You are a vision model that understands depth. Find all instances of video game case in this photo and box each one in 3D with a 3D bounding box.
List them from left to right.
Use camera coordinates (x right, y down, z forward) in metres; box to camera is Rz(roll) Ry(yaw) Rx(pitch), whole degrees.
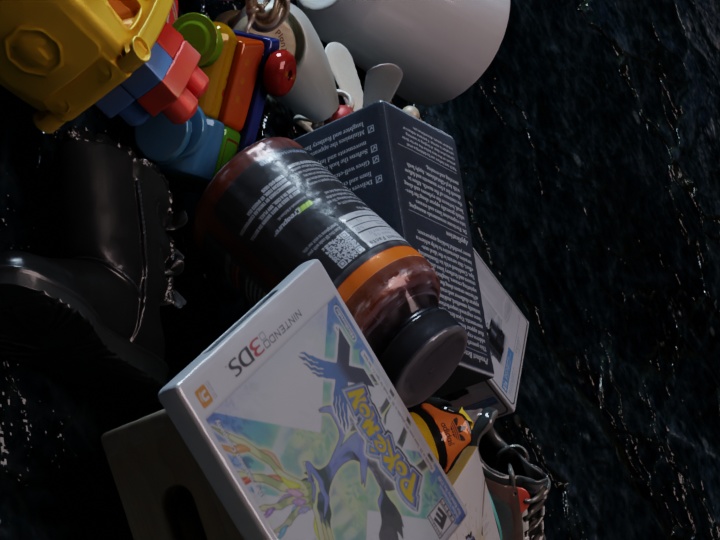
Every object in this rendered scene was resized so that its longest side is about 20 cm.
[{"bbox_3d":[-0.023,0.116,1.268,0.201,0.022,0.182,60,36,-10],"label":"video game case"}]

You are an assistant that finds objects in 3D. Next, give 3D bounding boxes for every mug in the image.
[{"bbox_3d":[0.012,-0.238,1.759,0.152,0.186,0.151,19,88,-43],"label":"mug"}]

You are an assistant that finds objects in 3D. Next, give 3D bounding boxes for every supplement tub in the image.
[{"bbox_3d":[-0.018,0.006,1.403,0.200,0.107,0.107,43,20,25],"label":"supplement tub"}]

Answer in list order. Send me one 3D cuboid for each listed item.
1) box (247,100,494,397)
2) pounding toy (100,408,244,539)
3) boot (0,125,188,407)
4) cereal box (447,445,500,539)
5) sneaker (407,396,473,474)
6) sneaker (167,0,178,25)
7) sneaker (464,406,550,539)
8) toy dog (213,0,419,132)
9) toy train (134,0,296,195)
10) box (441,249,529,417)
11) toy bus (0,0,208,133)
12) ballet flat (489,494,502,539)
[{"bbox_3d":[0.000,0.000,1.536,0.107,0.148,0.202,22,54,-52],"label":"box"},{"bbox_3d":[-0.085,0.186,1.317,0.184,0.141,0.202,1,69,-70],"label":"pounding toy"},{"bbox_3d":[-0.182,-0.016,1.319,0.198,0.073,0.164,39,42,-52],"label":"boot"},{"bbox_3d":[0.068,0.251,1.526,0.144,0.039,0.201,-54,137,-47],"label":"cereal box"},{"bbox_3d":[0.038,0.126,1.452,0.200,0.089,0.071,124,-53,-87],"label":"sneaker"},{"bbox_3d":[-0.175,-0.234,1.494,0.085,0.076,0.202,45,33,-71],"label":"sneaker"},{"bbox_3d":[0.123,0.201,1.681,0.201,0.081,0.077,60,30,-15],"label":"sneaker"},{"bbox_3d":[-0.027,-0.164,1.594,0.200,0.132,0.097,34,87,-46],"label":"toy dog"},{"bbox_3d":[-0.100,-0.158,1.442,0.116,0.084,0.202,23,81,-71],"label":"toy train"},{"bbox_3d":[0.061,0.024,1.712,0.200,0.060,0.117,52,33,-28],"label":"box"},{"bbox_3d":[-0.175,-0.186,1.348,0.192,0.135,0.201,42,36,-22],"label":"toy bus"},{"bbox_3d":[0.045,0.146,1.619,0.070,0.067,0.202,-24,93,-36],"label":"ballet flat"}]
